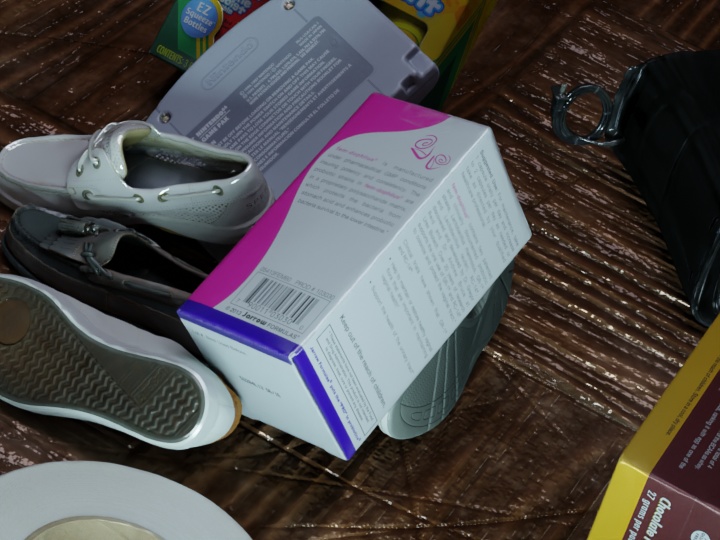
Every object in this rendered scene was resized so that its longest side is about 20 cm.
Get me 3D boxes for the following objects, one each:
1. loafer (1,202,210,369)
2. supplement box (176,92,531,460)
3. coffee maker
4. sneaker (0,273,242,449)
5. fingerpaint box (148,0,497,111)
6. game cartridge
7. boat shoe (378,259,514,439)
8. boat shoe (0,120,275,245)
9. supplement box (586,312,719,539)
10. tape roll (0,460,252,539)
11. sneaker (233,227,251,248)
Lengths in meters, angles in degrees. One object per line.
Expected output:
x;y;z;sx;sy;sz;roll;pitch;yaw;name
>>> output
-0.140;0.001;1.504;0.199;0.063;0.072;29;38;15;loafer
0.000;0.000;1.434;0.101;0.104;0.200;21;60;39;supplement box
0.257;-0.055;1.703;0.191;0.135;0.201;-14;40;-2;coffee maker
-0.162;0.062;1.432;0.199;0.073;0.085;25;3;23;sneaker
-0.025;-0.181;1.691;0.199;0.168;0.073;30;3;15;fingerpaint box
-0.059;-0.109;1.608;0.200;0.041;0.133;-42;65;-4;game cartridge
0.042;0.038;1.524;0.064;0.075;0.202;15;38;17;boat shoe
-0.154;-0.070;1.550;0.198;0.070;0.071;6;52;14;boat shoe
0.257;0.156;1.404;0.199;0.133;0.197;27;37;14;supplement box
-0.144;0.185;1.287;0.201;0.037;0.204;12;37;-9;tape roll
-0.001;-0.015;1.560;0.066;0.091;0.200;13;35;43;sneaker
